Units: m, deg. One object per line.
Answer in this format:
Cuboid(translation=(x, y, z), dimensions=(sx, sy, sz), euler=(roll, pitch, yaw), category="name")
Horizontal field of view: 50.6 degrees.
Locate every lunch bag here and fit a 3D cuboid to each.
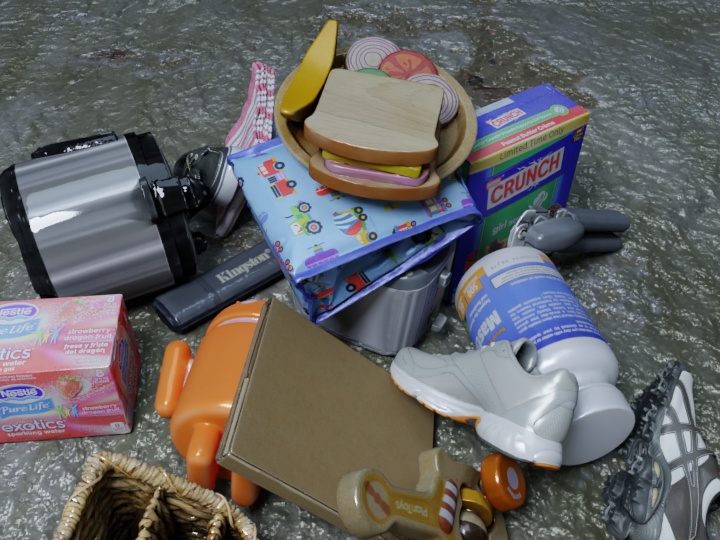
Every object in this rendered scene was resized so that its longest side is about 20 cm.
Cuboid(translation=(0.004, -0.072, 0.700), dimensions=(0.200, 0.094, 0.151), euler=(-28, 63, -7), category="lunch bag")

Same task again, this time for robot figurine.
Cuboid(translation=(-0.102, 0.107, 0.691), dimensions=(0.144, 0.117, 0.200), euler=(-19, 36, 27), category="robot figurine")

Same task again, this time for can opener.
Cuboid(translation=(0.243, -0.037, 0.848), dimensions=(0.200, 0.053, 0.067), euler=(-2, 30, -38), category="can opener")

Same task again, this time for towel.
Cuboid(translation=(-0.147, -0.154, 0.953), dimensions=(0.030, 0.146, 0.200), euler=(17, 40, -19), category="towel")

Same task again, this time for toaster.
Cuboid(translation=(0.000, 0.000, 0.799), dimensions=(0.200, 0.129, 0.114), euler=(22, 46, 21), category="toaster")

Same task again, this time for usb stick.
Cuboid(translation=(-0.138, 0.007, 0.859), dimensions=(0.200, 0.033, 0.055), euler=(-31, 51, -30), category="usb stick")

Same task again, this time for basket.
Cuboid(translation=(-0.136, 0.248, 0.518), dimensions=(0.142, 0.149, 0.200), euler=(5, 42, 5), category="basket")

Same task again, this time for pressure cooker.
Cuboid(translation=(-0.258, -0.054, 0.818), dimensions=(0.200, 0.179, 0.176), euler=(-19, 46, -15), category="pressure cooker")

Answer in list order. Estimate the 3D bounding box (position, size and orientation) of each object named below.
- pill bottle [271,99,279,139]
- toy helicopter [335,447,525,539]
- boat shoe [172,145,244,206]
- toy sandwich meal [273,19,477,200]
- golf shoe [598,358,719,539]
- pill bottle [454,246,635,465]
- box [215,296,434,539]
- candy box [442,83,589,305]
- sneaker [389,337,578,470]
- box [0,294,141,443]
Cuboid(translation=(-0.063, -0.167, 0.961), dimensions=(0.112, 0.112, 0.200), euler=(-16, 25, -17), category="pill bottle")
Cuboid(translation=(0.052, 0.196, 0.572), dimensions=(0.079, 0.200, 0.133), euler=(-24, 54, 33), category="toy helicopter")
Cuboid(translation=(-0.184, -0.115, 0.906), dimensions=(0.057, 0.069, 0.200), euler=(15, -2, -22), category="boat shoe")
Cuboid(translation=(0.014, -0.147, 0.670), dimensions=(0.205, 0.070, 0.205), euler=(3, 55, -4), category="toy sandwich meal")
Cuboid(translation=(0.279, 0.169, 0.678), dimensions=(0.094, 0.078, 0.200), euler=(31, 50, 5), category="golf shoe")
Cuboid(translation=(0.174, 0.079, 0.730), dimensions=(0.112, 0.112, 0.200), euler=(-10, 44, -11), category="pill bottle")
Cuboid(translation=(-0.016, 0.133, 0.646), dimensions=(0.200, 0.021, 0.164), euler=(35, 38, -22), category="box")
Cuboid(translation=(0.150, -0.082, 0.837), dimensions=(0.169, 0.200, 0.077), euler=(-25, 49, -25), category="candy box")
Cuboid(translation=(0.110, 0.095, 0.666), dimensions=(0.200, 0.076, 0.092), euler=(23, 87, 49), category="sneaker")
Cuboid(translation=(-0.318, 0.093, 0.714), dimensions=(0.200, 0.103, 0.095), euler=(-4, 43, -4), category="box")
